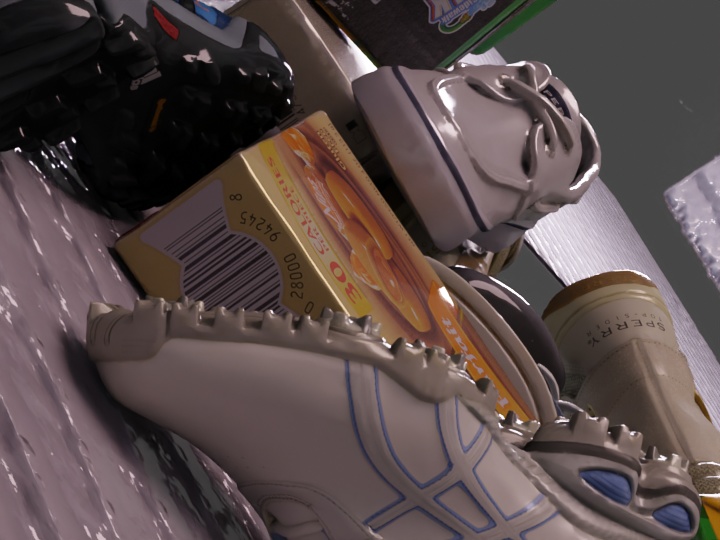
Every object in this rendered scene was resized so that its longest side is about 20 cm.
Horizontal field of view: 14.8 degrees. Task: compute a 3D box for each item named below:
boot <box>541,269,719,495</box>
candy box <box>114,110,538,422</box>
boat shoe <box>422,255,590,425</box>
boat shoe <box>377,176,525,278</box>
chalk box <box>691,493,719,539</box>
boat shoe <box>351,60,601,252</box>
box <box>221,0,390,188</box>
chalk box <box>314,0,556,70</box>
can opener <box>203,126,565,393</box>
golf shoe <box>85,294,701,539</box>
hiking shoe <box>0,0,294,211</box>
[{"bbox_3d":[0.123,0.120,1.094,0.155,0.072,0.201,-114,-169,-50],"label":"boot"},{"bbox_3d":[0.012,0.050,0.889,0.200,0.055,0.115,56,16,-1],"label":"candy box"},{"bbox_3d":[0.056,0.083,0.981,0.200,0.075,0.062,56,10,-5],"label":"boat shoe"},{"bbox_3d":[0.036,-0.005,1.168,0.063,0.073,0.201,45,6,7],"label":"boat shoe"},{"bbox_3d":[0.181,0.190,0.973,0.124,0.124,0.201,-105,-166,-61],"label":"chalk box"},{"bbox_3d":[0.049,-0.051,1.027,0.074,0.065,0.200,61,10,4],"label":"boat shoe"},{"bbox_3d":[-0.021,-0.062,1.122,0.082,0.068,0.200,57,8,5],"label":"box"},{"bbox_3d":[0.016,-0.167,1.098,0.200,0.125,0.124,46,10,-43],"label":"chalk box"},{"bbox_3d":[0.000,0.000,1.022,0.053,0.067,0.200,18,-21,50],"label":"can opener"},{"bbox_3d":[0.006,0.070,0.762,0.199,0.098,0.078,24,-13,-28],"label":"golf shoe"},{"bbox_3d":[-0.079,-0.077,0.833,0.087,0.074,0.200,59,9,16],"label":"hiking shoe"}]
